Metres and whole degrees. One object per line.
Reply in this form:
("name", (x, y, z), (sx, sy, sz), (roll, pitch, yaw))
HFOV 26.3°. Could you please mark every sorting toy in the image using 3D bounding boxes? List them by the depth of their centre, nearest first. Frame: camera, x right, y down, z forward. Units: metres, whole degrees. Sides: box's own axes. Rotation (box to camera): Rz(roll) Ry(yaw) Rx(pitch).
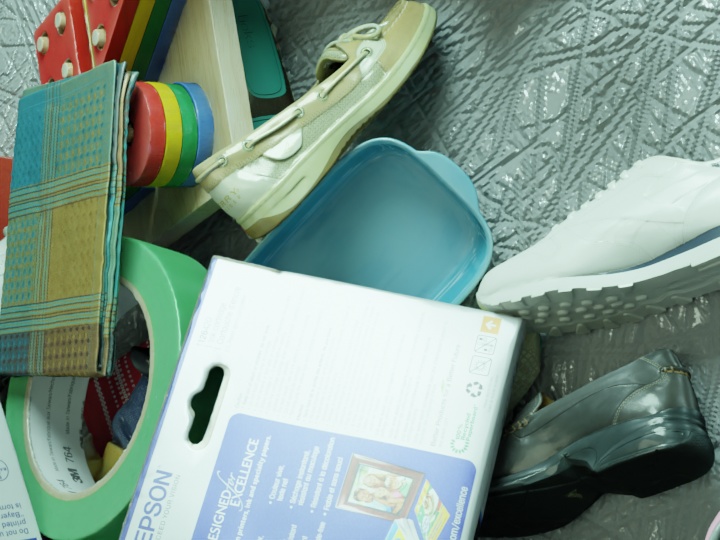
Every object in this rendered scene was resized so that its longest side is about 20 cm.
("sorting toy", (-0.160, -0.127, 1.076), (0.198, 0.069, 0.202), (-29, 67, 53))

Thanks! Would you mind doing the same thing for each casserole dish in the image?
("casserole dish", (0.000, 0.000, 1.008), (0.121, 0.039, 0.200), (43, 109, -3))

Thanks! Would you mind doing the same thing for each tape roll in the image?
("tape roll", (-0.163, 0.080, 1.016), (0.199, 0.048, 0.203), (-19, 64, 42))

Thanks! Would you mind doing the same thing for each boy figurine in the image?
("boy figurine", (-0.166, 0.154, 1.078), (0.124, 0.064, 0.201), (29, 96, 30))

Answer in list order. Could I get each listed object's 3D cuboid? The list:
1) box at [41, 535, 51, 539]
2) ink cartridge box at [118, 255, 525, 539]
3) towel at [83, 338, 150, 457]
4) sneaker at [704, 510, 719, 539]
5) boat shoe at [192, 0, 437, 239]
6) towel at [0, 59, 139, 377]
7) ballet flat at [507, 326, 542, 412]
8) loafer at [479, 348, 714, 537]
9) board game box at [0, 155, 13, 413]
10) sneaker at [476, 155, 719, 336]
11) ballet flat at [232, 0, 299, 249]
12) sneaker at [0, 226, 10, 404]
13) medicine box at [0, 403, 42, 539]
("box", (-0.290, 0.246, 1.154), (0.175, 0.096, 0.202), (-22, 75, 28))
("ink cartridge box", (-0.019, 0.102, 0.912), (0.198, 0.047, 0.199), (10, 64, 13))
("towel", (-0.114, 0.106, 1.101), (0.199, 0.022, 0.146), (-32, 70, 25))
("sneaker", (0.265, 0.108, 0.828), (0.200, 0.082, 0.070), (-50, 63, 18))
("boat shoe", (-0.024, -0.111, 0.987), (0.063, 0.073, 0.201), (42, 72, -9))
("towel", (-0.197, -0.030, 1.025), (0.146, 0.022, 0.202), (-4, 81, 51))
("ballet flat", (0.029, 0.092, 0.976), (0.199, 0.062, 0.068), (-37, 69, 16))
("loafer", (0.118, 0.110, 0.937), (0.199, 0.073, 0.073), (-20, 53, 25))
("board game box", (-0.332, 0.016, 1.234), (0.152, 0.040, 0.202), (-4, 83, 32))
("sneaker", (0.160, -0.019, 0.920), (0.198, 0.076, 0.081), (-17, 68, 23))
("ballet flat", (-0.077, -0.103, 1.081), (0.064, 0.075, 0.202), (-37, 59, 57))
("sneaker", (-0.283, 0.037, 1.121), (0.099, 0.200, 0.079), (20, 131, 21))
("medicine box", (-0.296, 0.206, 1.018), (0.182, 0.102, 0.202), (-39, 64, 41))
